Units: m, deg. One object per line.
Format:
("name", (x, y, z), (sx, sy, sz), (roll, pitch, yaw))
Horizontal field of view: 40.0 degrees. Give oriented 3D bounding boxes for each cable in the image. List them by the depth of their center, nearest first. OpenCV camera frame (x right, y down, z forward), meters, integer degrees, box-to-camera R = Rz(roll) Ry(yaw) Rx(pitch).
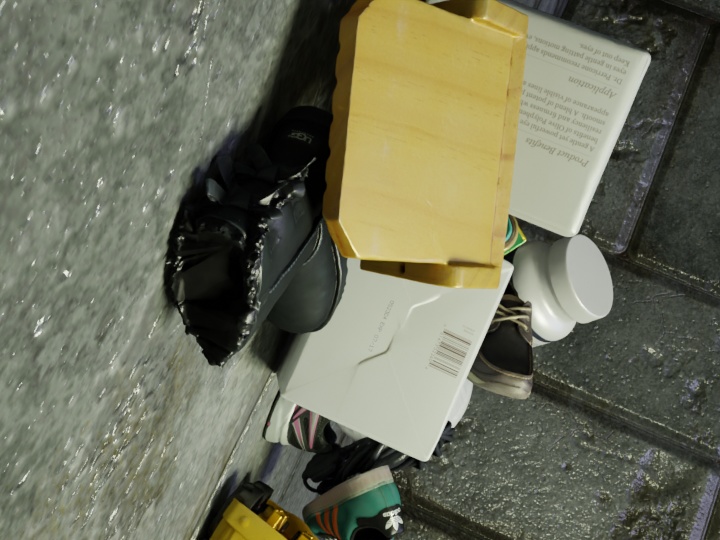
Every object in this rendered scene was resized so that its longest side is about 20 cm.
("cable", (0.035, 0.216, 1.152), (0.200, 0.162, 0.051), (-41, -124, 43))

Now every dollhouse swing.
("dollhouse swing", (0.016, -0.096, 0.720), (0.181, 0.175, 0.202), (12, -83, 58))

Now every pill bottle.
("pill bottle", (0.176, 0.033, 1.125), (0.199, 0.116, 0.116), (-21, -154, 38))

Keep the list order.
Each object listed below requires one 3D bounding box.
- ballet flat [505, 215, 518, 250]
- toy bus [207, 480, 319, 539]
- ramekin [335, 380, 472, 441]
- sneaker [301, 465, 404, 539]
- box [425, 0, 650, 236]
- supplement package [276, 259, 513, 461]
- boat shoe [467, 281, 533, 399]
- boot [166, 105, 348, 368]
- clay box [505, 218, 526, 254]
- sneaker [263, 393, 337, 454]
("ballet flat", (0.083, -0.059, 0.998), (0.069, 0.200, 0.063), (-48, 143, -14))
("toy bus", (-0.121, 0.338, 1.044), (0.192, 0.135, 0.200), (-53, 173, -6))
("ramekin", (0.042, 0.119, 1.243), (0.098, 0.199, 0.201), (73, 40, -67))
("sneaker", (-0.010, 0.285, 1.114), (0.071, 0.080, 0.200), (-13, 161, -27))
("box", (0.144, -0.155, 0.930), (0.200, 0.198, 0.172), (-36, 148, -74))
("supplement package", (0.024, 0.054, 0.947), (0.192, 0.146, 0.200), (-65, -175, -4))
("boat shoe", (0.132, 0.056, 0.980), (0.200, 0.074, 0.074), (-102, -154, -67))
("boot", (-0.063, 0.001, 0.658), (0.163, 0.073, 0.199), (-61, 163, -50))
("clay box", (0.125, -0.049, 1.171), (0.115, 0.048, 0.200), (-33, -165, 10))
("sneaker", (-0.033, 0.114, 1.099), (0.080, 0.086, 0.201), (-49, 160, -67))
